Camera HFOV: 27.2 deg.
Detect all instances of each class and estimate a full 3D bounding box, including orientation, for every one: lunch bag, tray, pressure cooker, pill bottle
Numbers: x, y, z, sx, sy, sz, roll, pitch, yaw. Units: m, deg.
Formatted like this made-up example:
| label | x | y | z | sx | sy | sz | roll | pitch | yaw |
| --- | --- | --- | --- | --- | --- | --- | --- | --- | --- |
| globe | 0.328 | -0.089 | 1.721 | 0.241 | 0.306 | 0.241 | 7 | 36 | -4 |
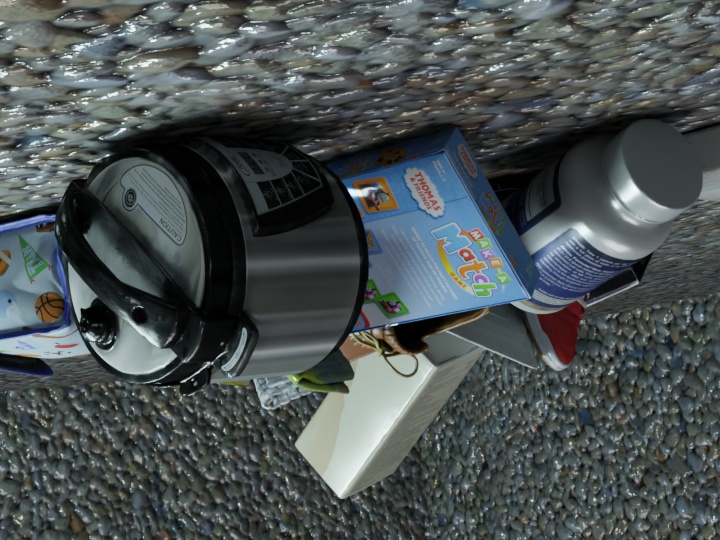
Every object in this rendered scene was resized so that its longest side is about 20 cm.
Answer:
| label | x | y | z | sx | sy | sz | roll | pitch | yaw |
| --- | --- | --- | --- | --- | --- | --- | --- | --- | --- |
| lunch bag | -0.299 | 0.027 | 1.320 | 0.199 | 0.124 | 0.170 | -9 | 169 | 21 |
| tray | 0.121 | 0.025 | 1.455 | 0.107 | 0.022 | 0.200 | 22 | -158 | -8 |
| pressure cooker | -0.113 | -0.002 | 1.057 | 0.175 | 0.180 | 0.200 | -10 | 174 | 44 |
| pill bottle | 0.196 | -0.047 | 1.268 | 0.111 | 0.112 | 0.200 | -4 | 160 | -31 |

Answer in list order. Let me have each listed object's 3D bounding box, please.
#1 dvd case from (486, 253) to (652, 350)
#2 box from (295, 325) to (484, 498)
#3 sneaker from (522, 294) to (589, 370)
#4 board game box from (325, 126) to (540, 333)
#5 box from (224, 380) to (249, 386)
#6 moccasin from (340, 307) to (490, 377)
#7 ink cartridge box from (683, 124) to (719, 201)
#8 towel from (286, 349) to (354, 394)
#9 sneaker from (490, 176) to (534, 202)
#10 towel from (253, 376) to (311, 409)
| label | x | y | z | sx | sy | sz | roll | pitch | yaw |
| --- | --- | --- | --- | --- | --- | --- | --- | --- | --- |
| dvd case | 0.213 | 0.014 | 1.553 | 0.200 | 0.025 | 0.150 | -25 | -168 | 28 |
| box | 0.029 | 0.122 | 1.456 | 0.095 | 0.078 | 0.200 | -17 | 147 | -51 |
| sneaker | 0.215 | -0.006 | 1.430 | 0.112 | 0.201 | 0.071 | -18 | 144 | 27 |
| board game box | 0.026 | -0.026 | 1.213 | 0.199 | 0.152 | 0.037 | -12 | -147 | 36 |
| box | -0.146 | 0.037 | 1.305 | 0.048 | 0.118 | 0.200 | 31 | -172 | 28 |
| moccasin | 0.037 | 0.045 | 1.319 | 0.201 | 0.078 | 0.074 | -21 | 136 | 31 |
| ink cartridge box | 0.365 | -0.104 | 1.341 | 0.176 | 0.045 | 0.200 | 0 | 170 | -45 |
| towel | -0.081 | 0.015 | 1.248 | 0.023 | 0.200 | 0.144 | -38 | 163 | 12 |
| sneaker | 0.116 | -0.047 | 1.418 | 0.199 | 0.070 | 0.078 | -13 | 177 | 36 |
| towel | -0.037 | 0.041 | 1.562 | 0.199 | 0.086 | 0.166 | -22 | -154 | 3 |
